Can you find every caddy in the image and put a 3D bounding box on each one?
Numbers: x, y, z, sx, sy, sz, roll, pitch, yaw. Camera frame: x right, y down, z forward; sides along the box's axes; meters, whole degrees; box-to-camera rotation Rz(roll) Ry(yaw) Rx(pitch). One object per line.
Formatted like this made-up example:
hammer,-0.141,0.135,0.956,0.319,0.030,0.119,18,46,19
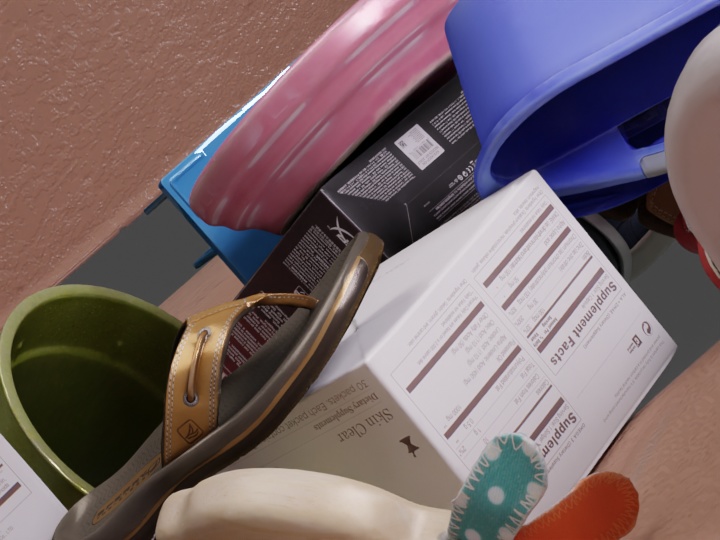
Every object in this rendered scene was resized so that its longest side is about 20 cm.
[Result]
caddy,0.137,-0.095,1.036,0.199,0.105,0.141,-28,-28,11

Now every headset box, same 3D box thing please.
headset box,0.000,0.000,1.236,0.149,0.077,0.200,-41,-7,-44

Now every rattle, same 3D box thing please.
rattle,0.003,0.146,0.870,0.199,0.131,0.143,-2,42,34

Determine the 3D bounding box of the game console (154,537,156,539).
game console,-0.049,0.154,1.259,0.200,0.118,0.173,-64,-7,-72

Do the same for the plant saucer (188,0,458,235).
plant saucer,-0.005,-0.088,1.193,0.201,0.051,0.201,-45,-4,-4

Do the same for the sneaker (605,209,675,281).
sneaker,0.120,-0.036,1.250,0.075,0.085,0.200,-44,9,-28

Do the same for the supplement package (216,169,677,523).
supplement package,0.018,0.072,1.036,0.200,0.111,0.156,-33,11,48

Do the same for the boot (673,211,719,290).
boot,0.173,-0.021,0.971,0.144,0.073,0.200,-34,2,44

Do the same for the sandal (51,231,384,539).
sandal,-0.069,0.052,0.958,0.200,0.055,0.082,-42,12,14

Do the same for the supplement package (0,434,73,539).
supplement package,-0.187,0.189,1.040,0.151,0.200,0.152,-44,9,-23

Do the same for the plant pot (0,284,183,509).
plant pot,-0.191,0.147,1.475,0.190,0.200,0.200,-51,1,31

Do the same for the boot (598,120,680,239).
boot,0.197,-0.088,1.130,0.077,0.199,0.156,74,-151,-78

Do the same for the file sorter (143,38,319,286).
file sorter,-0.021,-0.015,1.408,0.139,0.200,0.123,-43,4,-16

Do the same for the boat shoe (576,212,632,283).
boat shoe,0.080,0.022,1.185,0.060,0.076,0.200,-47,-3,-26

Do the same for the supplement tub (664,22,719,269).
supplement tub,0.215,-0.078,0.789,0.200,0.145,0.144,-46,9,-31
